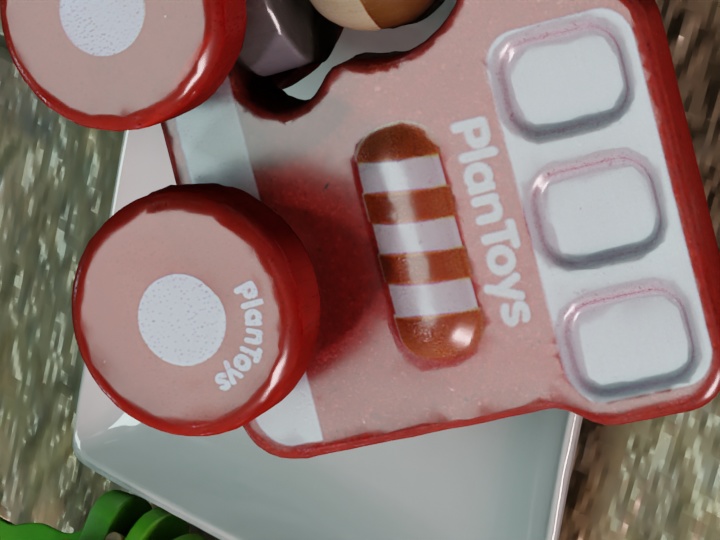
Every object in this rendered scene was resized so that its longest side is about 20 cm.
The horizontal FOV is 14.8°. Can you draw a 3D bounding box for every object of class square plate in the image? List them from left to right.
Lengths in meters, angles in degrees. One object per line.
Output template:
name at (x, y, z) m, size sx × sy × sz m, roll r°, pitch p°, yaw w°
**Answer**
square plate at (0.000, 0.000, 0.847) m, size 0.198 × 0.028 × 0.201 m, roll 24°, pitch 110°, yaw 37°

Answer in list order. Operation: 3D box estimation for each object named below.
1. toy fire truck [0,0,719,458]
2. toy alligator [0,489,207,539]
toy fire truck at (0.006, -0.049, 0.753) m, size 0.167 × 0.112 × 0.201 m, roll -12°, pitch 94°, yaw 19°
toy alligator at (-0.046, 0.126, 0.884) m, size 0.200 × 0.059 × 0.054 m, roll 39°, pitch 91°, yaw 31°
